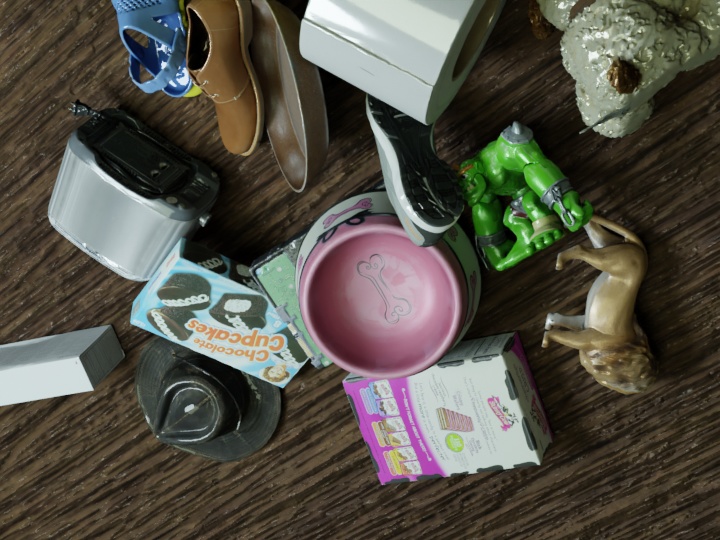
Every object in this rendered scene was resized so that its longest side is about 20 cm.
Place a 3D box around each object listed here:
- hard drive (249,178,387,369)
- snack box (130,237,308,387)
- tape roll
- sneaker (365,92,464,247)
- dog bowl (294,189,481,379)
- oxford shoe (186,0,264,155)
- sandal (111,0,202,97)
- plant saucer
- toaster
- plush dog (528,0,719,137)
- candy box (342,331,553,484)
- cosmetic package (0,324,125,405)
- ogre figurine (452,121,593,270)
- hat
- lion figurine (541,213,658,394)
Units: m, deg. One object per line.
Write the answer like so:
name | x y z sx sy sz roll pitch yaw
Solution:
hard drive | 0.000 0.000 1.718 0.199 0.038 0.140 -32 101 14
snack box | -0.140 0.049 1.789 0.199 0.037 0.116 25 128 -22
tape roll | 0.051 -0.255 1.500 0.138 0.203 0.204 28 123 7
sneaker | 0.045 -0.114 1.605 0.073 0.202 0.080 -6 152 -15
dog bowl | 0.025 0.023 1.664 0.198 0.074 0.202 2 108 6
oxford shoe | -0.149 -0.202 1.679 0.071 0.071 0.201 27 137 40
sandal | -0.224 -0.267 1.686 0.079 0.087 0.201 -17 106 32
plant saucer | -0.070 -0.180 1.624 0.034 0.200 0.202 -14 114 -12
toaster | -0.261 -0.083 1.780 0.199 0.114 0.130 33 126 4
plush dog | 0.225 -0.236 1.480 0.200 0.160 0.173 -43 71 34
candy box | 0.096 0.153 1.771 0.198 0.061 0.137 -10 110 29
cosmetic package | -0.390 0.120 1.959 0.198 0.083 0.051 -11 110 29
ogre figurine | 0.153 -0.073 1.599 0.098 0.200 0.121 -28 87 -3
hat | -0.195 0.162 1.893 0.199 0.081 0.202 10 120 19
lion figurine | 0.253 0.028 1.633 0.121 0.073 0.202 9 114 7
